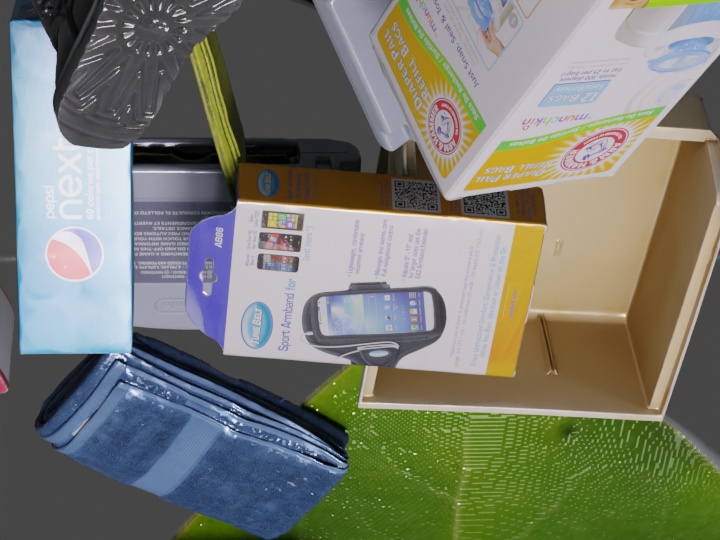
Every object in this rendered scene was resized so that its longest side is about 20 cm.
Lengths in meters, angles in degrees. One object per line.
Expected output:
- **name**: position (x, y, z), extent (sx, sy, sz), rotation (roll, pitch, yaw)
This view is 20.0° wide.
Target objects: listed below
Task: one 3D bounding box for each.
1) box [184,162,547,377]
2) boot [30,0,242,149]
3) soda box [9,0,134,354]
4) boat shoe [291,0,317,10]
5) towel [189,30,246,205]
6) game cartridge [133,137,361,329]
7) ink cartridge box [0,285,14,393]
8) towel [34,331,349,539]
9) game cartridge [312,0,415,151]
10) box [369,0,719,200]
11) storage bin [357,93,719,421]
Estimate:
- **box**: position (0.000, 0.000, 1.175), extent (0.199, 0.042, 0.120), rotation (6, 130, -3)
- **boot**: position (-0.119, -0.183, 1.014), extent (0.065, 0.201, 0.165), rotation (21, 124, -34)
- **soda box**: position (-0.164, -0.055, 1.173), extent (0.067, 0.064, 0.201), rotation (0, 112, -6)
- **boat shoe**: position (0.000, -0.165, 1.132), extent (0.199, 0.066, 0.070), rotation (22, 126, -24)
- **towel**: position (-0.086, -0.136, 1.135), extent (0.018, 0.086, 0.201), rotation (-10, 132, 3)
- **game cartridge**: position (-0.102, -0.021, 1.268), extent (0.199, 0.041, 0.134), rotation (0, 128, -6)
- **ink cartridge box**: position (-0.332, 0.027, 1.251), extent (0.199, 0.084, 0.146), rotation (-16, 131, 7)
- **towel**: position (-0.112, 0.116, 1.379), extent (0.199, 0.049, 0.112), rotation (26, 124, -26)
- **game cartridge**: position (0.068, -0.171, 1.104), extent (0.200, 0.042, 0.134), rotation (-37, 128, -12)
- **box**: position (0.104, -0.133, 0.956), extent (0.112, 0.102, 0.200), rotation (-9, 153, -33)
- **storage bin**: position (0.107, -0.013, 1.260), extent (0.199, 0.094, 0.199), rotation (3, 131, -9)
